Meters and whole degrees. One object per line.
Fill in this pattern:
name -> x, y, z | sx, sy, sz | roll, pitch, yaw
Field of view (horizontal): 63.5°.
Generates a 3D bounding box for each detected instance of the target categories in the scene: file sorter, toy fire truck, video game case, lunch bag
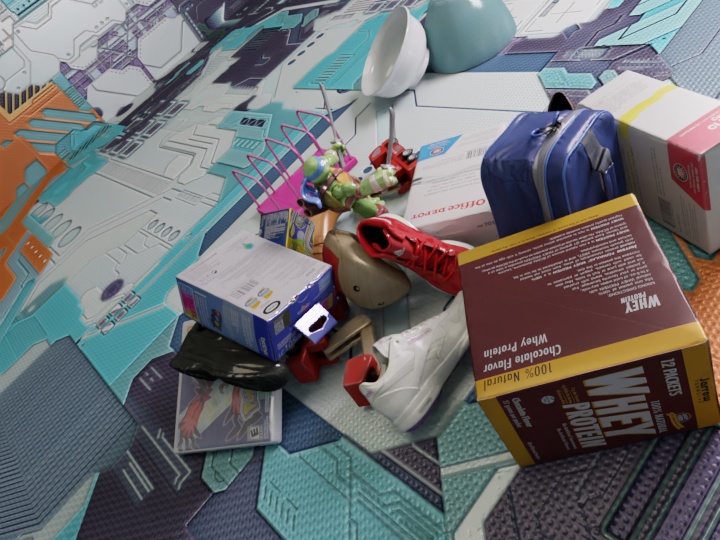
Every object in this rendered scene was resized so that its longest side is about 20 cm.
file sorter -> -0.138, -0.212, 1.176 | 0.200, 0.126, 0.139 | -46, 39, -14
toy fire truck -> -0.031, 0.097, 0.812 | 0.141, 0.049, 0.200 | -14, 40, 23
video game case -> -0.192, 0.156, 0.845 | 0.182, 0.023, 0.201 | -14, 66, 26
lunch bag -> 0.245, -0.100, 0.701 | 0.132, 0.200, 0.136 | 14, 54, 44
toy fire truck -> 0.046, -0.154, 1.036 | 0.141, 0.049, 0.200 | -37, 36, 1

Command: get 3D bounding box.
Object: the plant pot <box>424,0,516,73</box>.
plant pot -> 0.218, -0.542, 1.252 | 0.200, 0.135, 0.200 | -20, 40, 18

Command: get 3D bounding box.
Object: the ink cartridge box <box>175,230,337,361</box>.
ink cartridge box -> -0.128, 0.034, 0.786 | 0.200, 0.076, 0.136 | 20, 43, 28

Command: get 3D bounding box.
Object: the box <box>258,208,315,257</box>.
box -> -0.123, 0.010, 0.915 | 0.064, 0.070, 0.201 | -7, 69, 32

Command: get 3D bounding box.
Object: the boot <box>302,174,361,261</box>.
boot -> -0.063, -0.062, 1.002 | 0.200, 0.074, 0.155 | -38, 42, 17

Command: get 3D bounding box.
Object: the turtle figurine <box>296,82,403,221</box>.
turtle figurine -> 0.009, -0.143, 0.857 | 0.144, 0.194, 0.200 | 5, 67, 31

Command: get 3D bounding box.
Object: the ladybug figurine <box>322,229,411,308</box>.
ladybug figurine -> 0.000, 0.000, 0.844 | 0.072, 0.136, 0.200 | -57, 17, 7

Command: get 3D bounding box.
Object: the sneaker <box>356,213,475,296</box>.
sneaker -> 0.079, -0.012, 0.757 | 0.200, 0.115, 0.079 | 23, 105, 20

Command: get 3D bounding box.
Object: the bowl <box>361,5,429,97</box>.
bowl -> 0.087, -0.459, 1.269 | 0.201, 0.090, 0.202 | -46, 36, 48

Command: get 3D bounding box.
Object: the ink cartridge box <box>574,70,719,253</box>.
ink cartridge box -> 0.364, -0.136, 0.693 | 0.083, 0.145, 0.200 | -34, 37, 0

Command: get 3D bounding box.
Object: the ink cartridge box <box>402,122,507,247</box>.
ink cartridge box -> 0.155, -0.117, 0.882 | 0.146, 0.086, 0.200 | -10, 45, 30

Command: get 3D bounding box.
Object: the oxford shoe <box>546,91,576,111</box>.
oxford shoe -> 0.292, -0.187, 0.863 | 0.071, 0.073, 0.200 | -12, 43, 27

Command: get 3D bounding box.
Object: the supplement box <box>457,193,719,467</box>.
supplement box -> 0.222, 0.061, 0.599 | 0.197, 0.133, 0.200 | -20, 39, 19

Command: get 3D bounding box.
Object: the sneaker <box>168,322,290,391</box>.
sneaker -> -0.177, 0.111, 0.799 | 0.200, 0.076, 0.091 | 6, 68, 30

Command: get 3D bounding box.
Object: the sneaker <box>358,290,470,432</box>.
sneaker -> 0.076, 0.089, 0.702 | 0.100, 0.075, 0.200 | 35, 66, 5
